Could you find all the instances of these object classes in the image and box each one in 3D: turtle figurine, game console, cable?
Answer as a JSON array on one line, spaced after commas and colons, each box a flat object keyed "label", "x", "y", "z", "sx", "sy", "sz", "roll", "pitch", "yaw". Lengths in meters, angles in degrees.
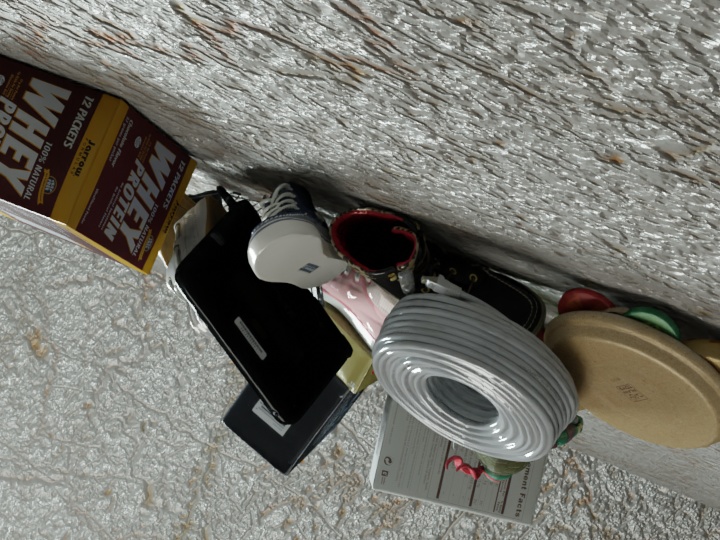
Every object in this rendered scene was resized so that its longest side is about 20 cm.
[{"label": "turtle figurine", "x": 0.158, "y": 0.154, "z": 1.530, "sx": 0.148, "sy": 0.101, "sz": 0.201, "roll": 14, "pitch": 135, "yaw": -1}, {"label": "game console", "x": -0.109, "y": 0.033, "z": 1.516, "sx": 0.116, "sy": 0.176, "sz": 0.201, "roll": -12, "pitch": 120, "yaw": 49}, {"label": "cable", "x": 0.105, "y": 0.101, "z": 1.384, "sx": 0.198, "sy": 0.070, "sz": 0.201, "roll": 26, "pitch": 154, "yaw": 12}]

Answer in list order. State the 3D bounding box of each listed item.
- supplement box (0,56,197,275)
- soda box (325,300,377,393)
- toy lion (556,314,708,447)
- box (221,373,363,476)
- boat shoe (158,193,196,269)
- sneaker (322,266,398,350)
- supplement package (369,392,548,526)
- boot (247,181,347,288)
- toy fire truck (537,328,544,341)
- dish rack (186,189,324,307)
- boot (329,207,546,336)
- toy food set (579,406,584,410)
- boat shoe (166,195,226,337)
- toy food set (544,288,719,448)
[{"label": "supplement box", "x": -0.309, "y": -0.111, "z": 1.531, "sx": 0.198, "sy": 0.134, "sz": 0.197, "roll": 21, "pitch": 173, "yaw": 21}, {"label": "soda box", "x": -0.041, "y": 0.045, "z": 1.738, "sx": 0.200, "sy": 0.064, "sz": 0.067, "roll": 45, "pitch": -137, "yaw": 18}, {"label": "toy lion", "x": 0.283, "y": 0.097, "z": 1.491, "sx": 0.198, "sy": 0.069, "sz": 0.192, "roll": 24, "pitch": 166, "yaw": 7}, {"label": "box", "x": -0.060, "y": 0.137, "z": 1.838, "sx": 0.107, "sy": 0.149, "sz": 0.200, "roll": 38, "pitch": -159, "yaw": 6}, {"label": "boat shoe", "x": -0.210, "y": -0.055, "z": 1.675, "sx": 0.202, "sy": 0.070, "sz": 0.069, "roll": 59, "pitch": 170, "yaw": -7}, {"label": "sneaker", "x": 0.000, "y": 0.000, "z": 1.671, "sx": 0.200, "sy": 0.075, "sz": 0.105, "roll": 45, "pitch": 137, "yaw": 13}, {"label": "supplement package", "x": 0.119, "y": 0.226, "z": 1.812, "sx": 0.197, "sy": 0.119, "sz": 0.117, "roll": 13, "pitch": 177, "yaw": -2}, {"label": "boot", "x": -0.075, "y": -0.042, "z": 1.411, "sx": 0.091, "sy": 0.072, "sz": 0.200, "roll": 62, "pitch": -174, "yaw": 14}, {"label": "toy fire truck", "x": 0.115, "y": 0.090, "z": 1.743, "sx": 0.167, "sy": 0.113, "sz": 0.199, "roll": 27, "pitch": 171, "yaw": -32}, {"label": "dish rack", "x": -0.119, "y": -0.010, "z": 1.680, "sx": 0.054, "sy": 0.155, "sz": 0.199, "roll": -28, "pitch": -153, "yaw": -33}, {"label": "boot", "x": 0.071, "y": 0.004, "z": 1.428, "sx": 0.198, "sy": 0.074, "sz": 0.150, "roll": 26, "pitch": 175, "yaw": 29}, {"label": "toy food set", "x": 0.217, "y": 0.151, "z": 1.892, "sx": 0.195, "sy": 0.049, "sz": 0.200, "roll": -6, "pitch": 164, "yaw": 14}, {"label": "boat shoe", "x": -0.168, "y": 0.007, "z": 1.556, "sx": 0.071, "sy": 0.069, "sz": 0.201, "roll": 51, "pitch": -161, "yaw": -32}, {"label": "toy food set", "x": 0.255, "y": 0.091, "z": 1.351, "sx": 0.197, "sy": 0.049, "sz": 0.200, "roll": 32, "pitch": 156, "yaw": 2}]
